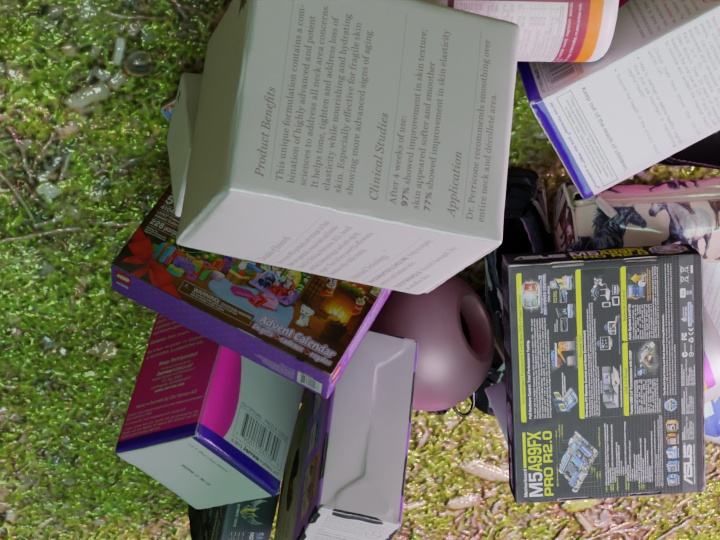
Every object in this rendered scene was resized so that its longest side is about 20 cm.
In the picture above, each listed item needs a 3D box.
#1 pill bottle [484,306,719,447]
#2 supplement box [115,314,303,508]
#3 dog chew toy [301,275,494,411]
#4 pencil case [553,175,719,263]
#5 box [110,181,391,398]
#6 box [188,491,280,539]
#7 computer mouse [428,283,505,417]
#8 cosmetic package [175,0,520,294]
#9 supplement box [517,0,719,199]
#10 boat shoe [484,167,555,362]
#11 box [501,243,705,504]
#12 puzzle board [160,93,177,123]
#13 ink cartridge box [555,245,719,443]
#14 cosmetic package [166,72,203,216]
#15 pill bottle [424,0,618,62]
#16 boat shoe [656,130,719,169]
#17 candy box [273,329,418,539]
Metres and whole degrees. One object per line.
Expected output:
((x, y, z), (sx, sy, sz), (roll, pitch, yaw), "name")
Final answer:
((0.211, 0.095, 1.459), (0.198, 0.105, 0.105), (-24, 130, 2), "pill bottle")
((-0.112, 0.081, 1.416), (0.103, 0.202, 0.101), (-15, 137, 39), "supplement box")
((0.018, 0.074, 1.513), (0.199, 0.125, 0.125), (-18, 134, 31), "dog chew toy")
((0.262, -0.043, 1.417), (0.198, 0.079, 0.090), (-6, 155, 1), "pencil case")
((-0.080, -0.001, 1.354), (0.198, 0.137, 0.039), (26, 147, 10), "box")
((-0.120, 0.214, 1.577), (0.050, 0.158, 0.201), (3, 128, -13), "box")
((0.161, 0.094, 1.604), (0.198, 0.053, 0.139), (21, 108, -20), "computer mouse")
((-0.010, -0.095, 1.217), (0.198, 0.169, 0.166), (12, 164, -15), "cosmetic package")
((0.238, -0.161, 1.361), (0.199, 0.102, 0.104), (-28, 116, 13), "supplement box")
((0.137, 0.021, 1.474), (0.074, 0.093, 0.202), (-6, 113, 13), "boat shoe")
((0.198, 0.084, 1.381), (0.158, 0.044, 0.202), (-4, 101, -1), "box")
((-0.042, -0.130, 1.397), (0.199, 0.017, 0.151), (-28, 129, 13), "puzzle board")
((0.262, 0.035, 1.530), (0.198, 0.043, 0.200), (16, 111, 5), "ink cartridge box")
((-0.049, -0.090, 1.353), (0.198, 0.102, 0.072), (6, 130, -16), "cosmetic package")
((0.089, -0.214, 1.289), (0.198, 0.110, 0.110), (0, 130, -7), "pill bottle")
((0.339, -0.115, 1.453), (0.198, 0.068, 0.072), (-7, 131, -6), "boat shoe")
((-0.017, 0.170, 1.409), (0.071, 0.169, 0.201), (13, 146, -9), "candy box")
